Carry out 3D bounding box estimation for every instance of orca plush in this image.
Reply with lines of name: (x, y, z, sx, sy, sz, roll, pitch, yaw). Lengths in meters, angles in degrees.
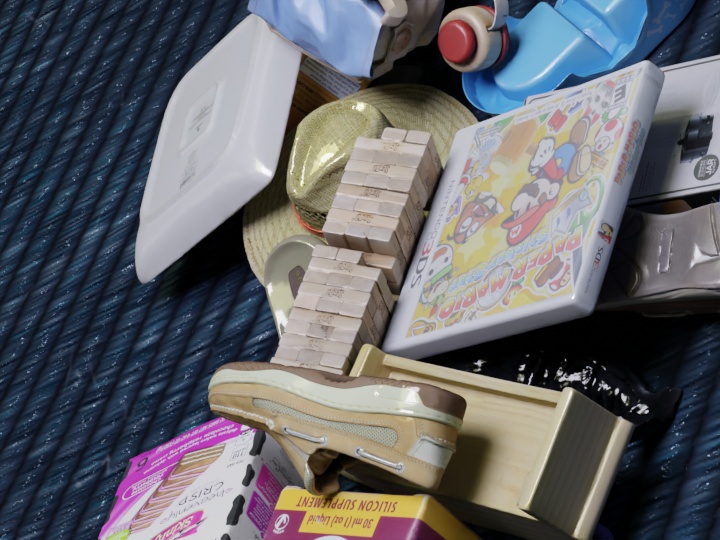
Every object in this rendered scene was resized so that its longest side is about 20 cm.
orca plush: (0.106, 0.071, 1.564, 0.105, 0.071, 0.200, -54, 39, -8)

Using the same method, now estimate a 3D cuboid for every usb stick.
usb stick: (-0.002, -0.071, 1.816, 0.055, 0.033, 0.200, 10, 65, 46)

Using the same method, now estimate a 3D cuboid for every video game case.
video game case: (0.105, -0.036, 1.579, 0.200, 0.023, 0.183, -17, 46, 52)

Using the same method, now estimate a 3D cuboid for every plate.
plate: (-0.112, -0.111, 1.856, 0.199, 0.032, 0.201, -35, 35, 47)

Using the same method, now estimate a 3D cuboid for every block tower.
block tower: (0.000, 0.000, 1.634, 0.054, 0.058, 0.201, 9, 59, 23)

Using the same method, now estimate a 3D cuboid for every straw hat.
straw hat: (-0.011, -0.075, 1.746, 0.200, 0.085, 0.202, -10, 59, 17)

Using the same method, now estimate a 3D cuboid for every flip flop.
flip flop: (-0.022, 0.061, 1.669, 0.081, 0.058, 0.201, -32, 66, 20)

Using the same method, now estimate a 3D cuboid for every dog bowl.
dog bowl: (0.164, -0.178, 1.740, 0.200, 0.050, 0.112, -46, 38, 3)

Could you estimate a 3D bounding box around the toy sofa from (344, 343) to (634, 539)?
toy sofa: (0.079, 0.113, 1.525, 0.200, 0.097, 0.083, 10, 72, 47)

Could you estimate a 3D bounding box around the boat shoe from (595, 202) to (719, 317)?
boat shoe: (0.190, 0.000, 1.548, 0.199, 0.072, 0.076, 3, 72, 38)

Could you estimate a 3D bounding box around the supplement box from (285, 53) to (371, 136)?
supplement box: (-0.004, -0.191, 1.863, 0.200, 0.069, 0.067, -52, 24, 12)

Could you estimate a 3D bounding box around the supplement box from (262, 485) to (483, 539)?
supplement box: (-0.010, 0.246, 1.499, 0.131, 0.103, 0.201, -2, 57, 41)

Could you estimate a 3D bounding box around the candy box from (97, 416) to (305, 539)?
candy box: (-0.114, 0.183, 1.637, 0.136, 0.061, 0.200, -27, 25, 24)

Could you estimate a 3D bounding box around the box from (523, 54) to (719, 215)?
box: (0.195, -0.073, 1.613, 0.199, 0.060, 0.117, -11, 51, 37)

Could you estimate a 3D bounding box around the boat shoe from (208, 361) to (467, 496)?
boat shoe: (-0.025, 0.103, 1.511, 0.200, 0.072, 0.076, 3, 78, 45)

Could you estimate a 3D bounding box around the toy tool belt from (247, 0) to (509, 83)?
toy tool belt: (-0.004, -0.188, 1.733, 0.200, 0.123, 0.125, 31, 120, 31)
